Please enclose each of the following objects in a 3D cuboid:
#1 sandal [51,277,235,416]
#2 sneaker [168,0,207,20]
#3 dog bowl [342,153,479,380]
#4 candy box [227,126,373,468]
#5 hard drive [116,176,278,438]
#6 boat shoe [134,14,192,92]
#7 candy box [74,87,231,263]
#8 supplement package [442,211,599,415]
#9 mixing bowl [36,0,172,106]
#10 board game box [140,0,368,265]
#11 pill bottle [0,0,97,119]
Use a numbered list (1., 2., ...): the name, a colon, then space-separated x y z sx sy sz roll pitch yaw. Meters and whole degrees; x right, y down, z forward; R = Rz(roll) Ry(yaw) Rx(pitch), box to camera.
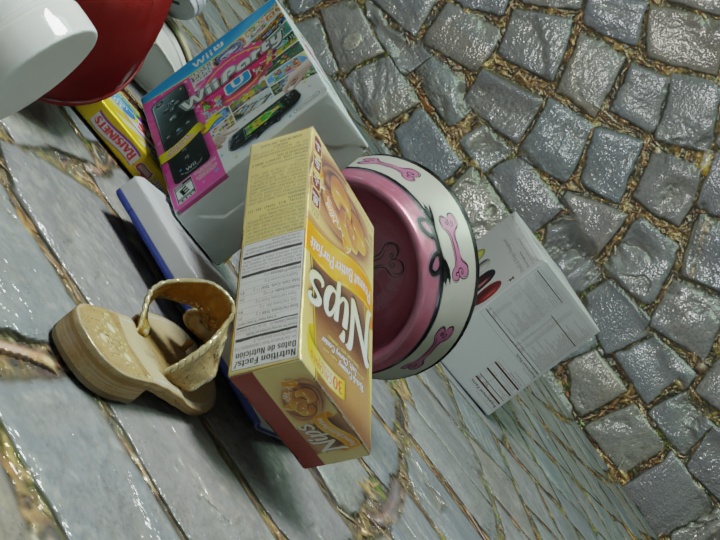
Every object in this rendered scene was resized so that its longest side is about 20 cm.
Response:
1. sandal: -0.108 0.038 0.831 0.078 0.069 0.212 55 9 12
2. sneaker: -0.221 -0.303 1.309 0.198 0.071 0.073 27 -31 14
3. dog bowl: 0.000 0.000 1.186 0.201 0.200 0.074 56 27 15
4. candy box: -0.035 0.017 0.926 0.116 0.055 0.202 56 26 -45
5. hard drive: -0.100 0.033 0.997 0.201 0.025 0.132 57 3 18
6. boat shoe: -0.225 -0.229 1.262 0.201 0.074 0.069 56 33 -35
7. candy box: -0.174 -0.095 1.133 0.201 0.026 0.102 51 12 -16
8. supplement package: 0.202 0.058 1.952 0.147 0.199 0.192 49 9 -22
9. mixing bowl: -0.198 -0.229 0.945 0.199 0.108 0.203 22 57 -38
10. board game box: -0.089 -0.116 1.074 0.064 0.147 0.201 50 7 -33
11. pill bottle: -0.253 -0.195 0.813 0.201 0.116 0.116 53 9 -1
